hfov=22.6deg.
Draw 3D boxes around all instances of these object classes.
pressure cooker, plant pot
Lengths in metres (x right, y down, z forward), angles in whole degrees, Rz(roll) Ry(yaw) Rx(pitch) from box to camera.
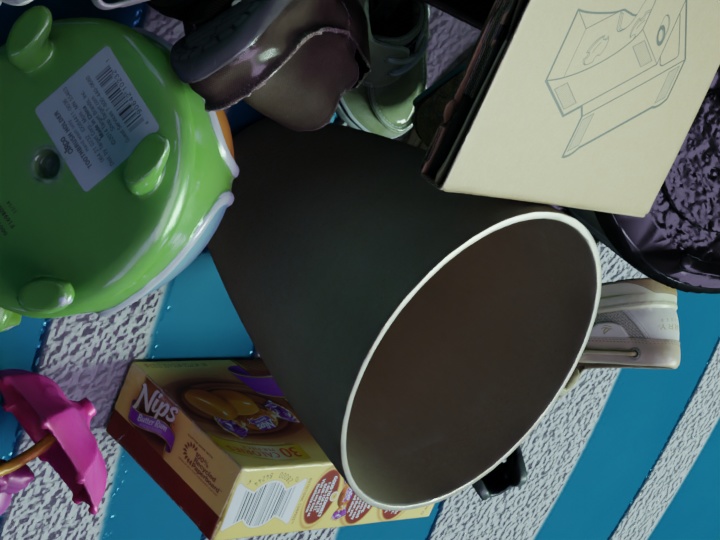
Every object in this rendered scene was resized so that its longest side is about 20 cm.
[{"bbox_3d":[0.210,-0.089,1.171,0.174,0.200,0.181,-2,103,-8],"label":"pressure cooker"},{"bbox_3d":[0.000,0.000,1.015,0.186,0.200,0.189,-28,139,-28],"label":"plant pot"}]

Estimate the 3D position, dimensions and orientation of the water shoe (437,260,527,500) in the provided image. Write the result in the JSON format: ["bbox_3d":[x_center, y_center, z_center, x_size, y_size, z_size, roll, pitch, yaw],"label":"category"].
[{"bbox_3d":[0.084,0.062,1.145,0.071,0.079,0.201,-21,137,-13],"label":"water shoe"}]

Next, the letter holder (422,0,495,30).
[{"bbox_3d":[0.071,-0.233,0.865,0.202,0.100,0.142,-64,-179,-1],"label":"letter holder"}]

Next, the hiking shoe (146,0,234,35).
[{"bbox_3d":[-0.043,-0.207,0.915,0.200,0.076,0.101,-46,157,2],"label":"hiking shoe"}]

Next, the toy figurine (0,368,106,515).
[{"bbox_3d":[-0.224,0.125,0.964,0.183,0.151,0.200,-12,152,-52],"label":"toy figurine"}]

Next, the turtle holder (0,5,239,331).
[{"bbox_3d":[-0.137,-0.032,0.896,0.187,0.140,0.132,-67,159,7],"label":"turtle holder"}]

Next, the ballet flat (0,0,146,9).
[{"bbox_3d":[-0.131,-0.152,0.803,0.198,0.068,0.069,-1,94,-19],"label":"ballet flat"}]

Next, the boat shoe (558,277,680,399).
[{"bbox_3d":[0.123,0.053,1.215,0.072,0.198,0.066,11,71,-56],"label":"boat shoe"}]

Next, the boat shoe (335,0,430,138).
[{"bbox_3d":[0.008,-0.141,1.019,0.072,0.062,0.201,-39,143,-16],"label":"boat shoe"}]

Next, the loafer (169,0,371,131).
[{"bbox_3d":[-0.029,-0.106,0.887,0.073,0.071,0.200,-28,-175,21],"label":"loafer"}]

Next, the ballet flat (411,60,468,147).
[{"bbox_3d":[0.094,-0.107,0.983,0.070,0.071,0.200,-21,168,-34],"label":"ballet flat"}]

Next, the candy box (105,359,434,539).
[{"bbox_3d":[-0.046,0.108,1.130,0.199,0.117,0.057,1,120,-47],"label":"candy box"}]

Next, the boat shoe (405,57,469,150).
[{"bbox_3d":[0.060,-0.056,1.140,0.200,0.072,0.072,-49,144,-3],"label":"boat shoe"}]

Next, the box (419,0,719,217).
[{"bbox_3d":[0.125,-0.110,0.918,0.199,0.021,0.165,4,116,-51],"label":"box"}]
